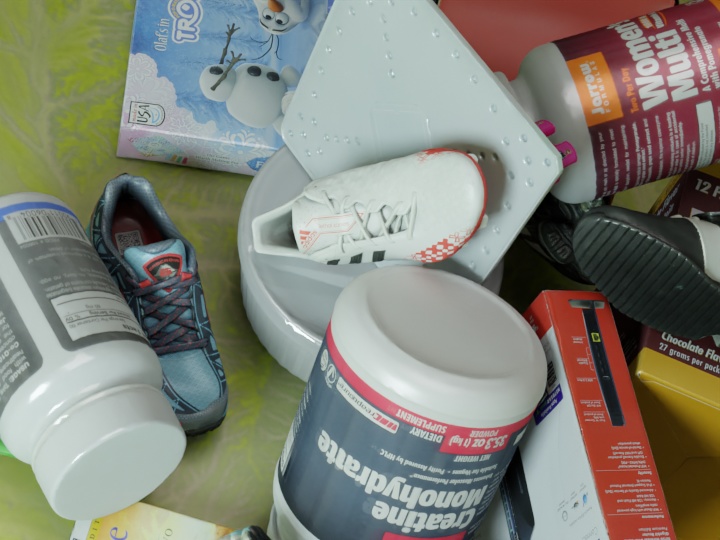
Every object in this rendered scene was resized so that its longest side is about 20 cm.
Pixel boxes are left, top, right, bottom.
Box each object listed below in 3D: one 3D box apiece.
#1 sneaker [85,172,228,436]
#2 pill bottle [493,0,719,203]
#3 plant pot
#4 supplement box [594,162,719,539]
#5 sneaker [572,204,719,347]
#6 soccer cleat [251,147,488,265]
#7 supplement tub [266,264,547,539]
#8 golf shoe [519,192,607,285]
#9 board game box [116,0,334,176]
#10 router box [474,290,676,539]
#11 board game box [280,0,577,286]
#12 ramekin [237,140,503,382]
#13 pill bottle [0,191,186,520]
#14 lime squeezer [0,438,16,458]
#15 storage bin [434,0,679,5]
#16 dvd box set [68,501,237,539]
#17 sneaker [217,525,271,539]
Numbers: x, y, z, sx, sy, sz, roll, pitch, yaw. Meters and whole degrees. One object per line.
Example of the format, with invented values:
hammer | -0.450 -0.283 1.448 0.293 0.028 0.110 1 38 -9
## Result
sneaker | -0.148 0.021 0.981 0.079 0.096 0.201 -17 65 -24
pill bottle | 0.171 -0.109 0.940 0.198 0.110 0.111 -16 63 -2
plant pot | 0.140 -0.151 1.122 0.175 0.201 0.202 18 56 7
supplement box | 0.241 0.064 1.004 0.132 0.198 0.201 23 55 0
sneaker | 0.226 -0.004 0.883 0.198 0.074 0.089 25 55 -10
soccer cleat | 0.004 -0.034 0.891 0.084 0.199 0.070 -8 90 -34
supplement tub | 0.024 0.112 0.892 0.139 0.202 0.141 15 31 -9
golf shoe | 0.116 -0.061 1.028 0.077 0.088 0.200 -43 89 -11
board game box | -0.091 -0.171 1.146 0.196 0.044 0.202 7 58 -10
router box | 0.119 0.140 0.920 0.048 0.200 0.181 2 58 -22
board game box | 0.037 -0.085 0.922 0.026 0.201 0.201 -24 68 -35
ramekin | 0.000 0.000 1.037 0.200 0.095 0.204 8 57 -12
pill bottle | -0.200 0.056 0.920 0.113 0.114 0.201 -20 58 -25
lime squeezer | -0.286 0.079 0.942 0.200 0.038 0.071 42 58 12
storage bin | 0.165 -0.250 1.209 0.198 0.136 0.095 15 54 -7
dvd box set | -0.104 0.236 0.901 0.198 0.029 0.148 18 56 -5
sneaker | -0.064 0.263 0.847 0.085 0.078 0.202 -21 81 12
